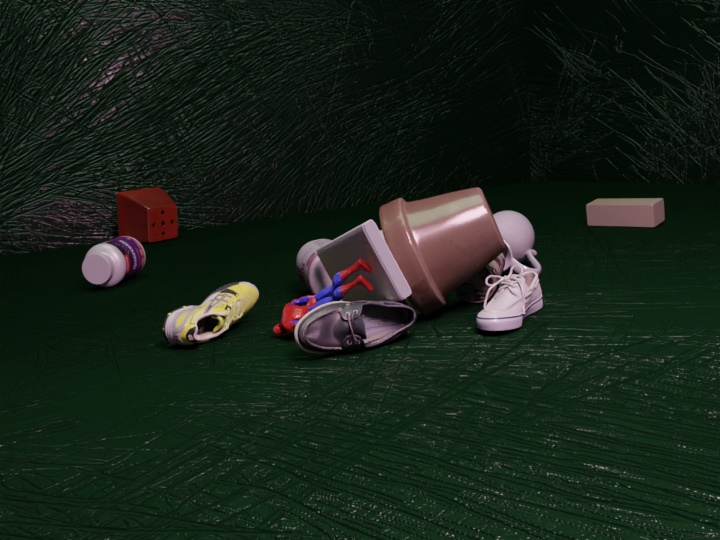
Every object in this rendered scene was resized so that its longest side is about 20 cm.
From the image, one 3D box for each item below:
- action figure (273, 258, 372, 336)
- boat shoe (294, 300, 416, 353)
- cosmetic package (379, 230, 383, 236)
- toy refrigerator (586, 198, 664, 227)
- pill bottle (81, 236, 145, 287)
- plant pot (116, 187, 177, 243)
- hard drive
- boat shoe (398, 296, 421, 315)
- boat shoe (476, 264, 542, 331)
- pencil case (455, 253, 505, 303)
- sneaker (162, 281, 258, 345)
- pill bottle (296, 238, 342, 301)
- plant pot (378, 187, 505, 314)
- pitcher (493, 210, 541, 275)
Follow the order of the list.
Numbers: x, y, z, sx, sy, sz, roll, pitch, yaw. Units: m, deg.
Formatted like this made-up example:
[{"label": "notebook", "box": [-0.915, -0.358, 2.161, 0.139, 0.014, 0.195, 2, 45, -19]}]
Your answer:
[{"label": "action figure", "box": [-0.066, 0.056, 1.058, 0.198, 0.052, 0.066, -30, 42, 23]}, {"label": "boat shoe", "box": [0.000, 0.082, 0.978, 0.195, 0.077, 0.066, -1, -5, -30]}, {"label": "cosmetic package", "box": [0.069, -0.040, 1.498, 0.070, 0.104, 0.199, 0, 11, 32]}, {"label": "toy refrigerator", "box": [0.757, -0.163, 1.883, 0.075, 0.072, 0.197, -24, 19, -39]}, {"label": "pill bottle", "box": [-0.657, -0.023, 1.747, 0.109, 0.115, 0.200, -5, 11, 4]}, {"label": "plant pot", "box": [-0.835, -0.207, 2.622, 0.174, 0.205, 0.198, 18, 23, 38]}, {"label": "hard drive", "box": [0.000, 0.000, 1.106, 0.026, 0.134, 0.199, -31, 4, -26]}, {"label": "boat shoe", "box": [0.066, 0.043, 1.191, 0.063, 0.074, 0.202, -40, 21, 7]}, {"label": "boat shoe", "box": [0.243, 0.035, 1.058, 0.073, 0.088, 0.200, 3, 13, 38]}, {"label": "pencil case", "box": [0.228, 0.000, 1.266, 0.088, 0.079, 0.200, 20, 18, 13]}, {"label": "sneaker", "box": [-0.244, 0.081, 1.142, 0.075, 0.077, 0.199, 11, 29, 35]}, {"label": "pill bottle", "box": [-0.069, -0.003, 1.341, 0.111, 0.116, 0.200, -8, 10, -14]}, {"label": "plant pot", "box": [0.146, -0.051, 1.110, 0.172, 0.204, 0.200, -24, 6, 14]}, {"label": "pitcher", "box": [0.328, -0.049, 1.425, 0.170, 0.123, 0.199, 31, 28, 19]}]
